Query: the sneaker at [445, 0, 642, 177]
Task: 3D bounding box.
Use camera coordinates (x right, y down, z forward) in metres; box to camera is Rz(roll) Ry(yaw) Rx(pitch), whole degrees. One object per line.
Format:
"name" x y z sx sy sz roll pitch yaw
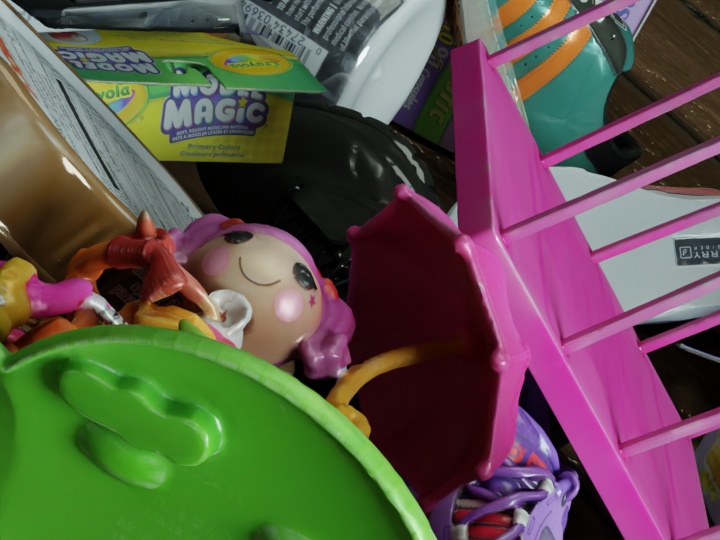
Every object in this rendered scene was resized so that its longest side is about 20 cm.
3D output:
"sneaker" 0.082 -0.124 1.010 0.079 0.201 0.072 -17 32 -2

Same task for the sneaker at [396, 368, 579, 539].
"sneaker" 0.033 0.090 0.686 0.080 0.084 0.200 22 26 -11

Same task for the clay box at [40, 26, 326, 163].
"clay box" -0.109 -0.086 0.855 0.114 0.048 0.200 0 23 -32

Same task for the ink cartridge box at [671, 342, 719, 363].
"ink cartridge box" 0.237 0.054 0.953 0.199 0.037 0.095 18 1 6

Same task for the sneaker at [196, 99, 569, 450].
"sneaker" 0.000 0.000 0.843 0.200 0.076 0.091 39 30 26

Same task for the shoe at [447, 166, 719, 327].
"shoe" 0.128 -0.004 0.997 0.198 0.072 0.091 0 -9 -9

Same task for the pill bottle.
"pill bottle" -0.067 -0.139 1.000 0.199 0.107 0.106 33 25 12

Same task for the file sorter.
"file sorter" 0.130 0.009 0.756 0.201 0.125 0.139 59 17 -27

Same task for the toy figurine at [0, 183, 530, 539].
"toy figurine" -0.033 0.036 0.616 0.199 0.151 0.184 28 32 10

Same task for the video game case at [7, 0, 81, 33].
"video game case" -0.179 -0.112 0.791 0.199 0.018 0.143 -10 27 -42

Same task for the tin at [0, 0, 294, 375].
"tin" -0.087 -0.021 0.716 0.112 0.042 0.200 53 3 41

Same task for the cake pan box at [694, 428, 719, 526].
"cake pan box" 0.244 0.138 0.853 0.199 0.053 0.185 18 28 -21

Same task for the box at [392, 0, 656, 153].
"box" 0.103 -0.164 1.140 0.096 0.177 0.200 27 25 -3

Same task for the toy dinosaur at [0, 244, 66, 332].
"toy dinosaur" -0.138 -0.007 0.696 0.135 0.103 0.200 34 -4 -30

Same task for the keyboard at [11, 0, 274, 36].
"keyboard" -0.102 -0.130 0.789 0.103 0.040 0.200 -2 23 -29
